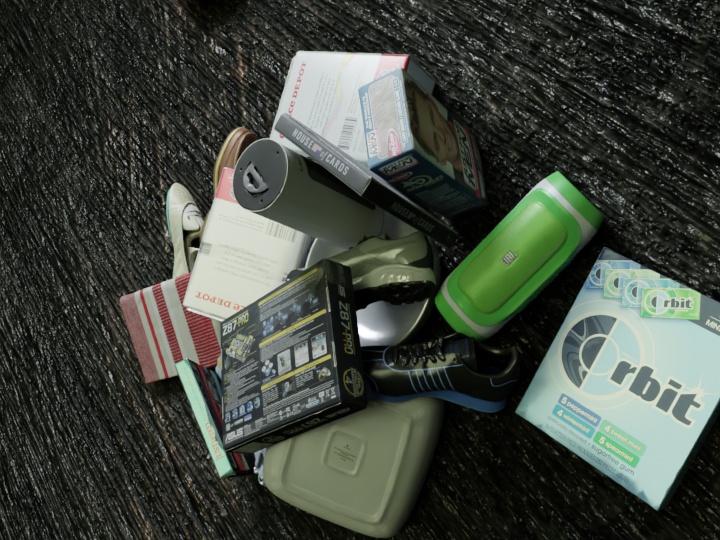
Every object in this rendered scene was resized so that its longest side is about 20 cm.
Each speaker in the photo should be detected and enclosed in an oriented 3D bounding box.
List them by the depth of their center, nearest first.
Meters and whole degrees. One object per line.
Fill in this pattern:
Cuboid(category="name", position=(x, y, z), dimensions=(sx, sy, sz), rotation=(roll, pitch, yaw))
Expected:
Cuboid(category="speaker", position=(0.176, -0.012, 0.807), dimensions=(0.200, 0.088, 0.089), rotation=(-47, 57, 16))
Cuboid(category="speaker", position=(-0.056, -0.081, 0.831), dimensions=(0.080, 0.199, 0.083), rotation=(-9, 74, 32))

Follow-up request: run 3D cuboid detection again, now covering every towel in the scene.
Cuboid(category="towel", position=(-0.281, 0.087, 1.107), dimensions=(0.197, 0.023, 0.147), rotation=(-16, 93, 30))

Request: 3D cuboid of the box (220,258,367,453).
Cuboid(category="box", position=(-0.084, 0.101, 0.807), dimensions=(0.199, 0.049, 0.164), rotation=(-30, 58, 36))

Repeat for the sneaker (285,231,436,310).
Cuboid(category="sneaker", position=(0.000, 0.000, 0.860), dimensions=(0.197, 0.074, 0.081), rotation=(-7, 65, 27))

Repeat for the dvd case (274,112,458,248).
Cuboid(category="dvd case", position=(0.011, -0.095, 0.789), dimensions=(0.150, 0.199, 0.025), rotation=(41, 100, 34))

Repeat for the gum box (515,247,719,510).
Cuboid(category="gum box", position=(0.279, 0.105, 0.730), dimensions=(0.169, 0.044, 0.203), rotation=(31, 98, 36))

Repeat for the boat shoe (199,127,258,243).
Cuboid(category="boat shoe", position=(-0.185, -0.114, 1.096), dimensions=(0.067, 0.072, 0.204), rotation=(16, 93, 31))

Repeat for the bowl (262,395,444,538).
Cuboid(category="bowl", position=(-0.014, 0.202, 0.836), dimensions=(0.197, 0.075, 0.203), rotation=(20, 94, 8))

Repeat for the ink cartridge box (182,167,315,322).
Cuboid(category="ink cartridge box", position=(-0.145, -0.023, 1.002), dimensions=(0.144, 0.083, 0.204), rotation=(16, 87, 9))

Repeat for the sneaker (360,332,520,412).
Cuboid(category="sneaker", position=(0.079, 0.101, 0.791), dimensions=(0.071, 0.196, 0.079), rotation=(-89, 9, -50))

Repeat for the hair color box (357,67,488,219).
Cuboid(category="hair color box", position=(0.078, -0.140, 0.834), dimensions=(0.060, 0.199, 0.102), rotation=(-18, 69, 29))

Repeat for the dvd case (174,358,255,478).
Cuboid(category="dvd case", position=(-0.179, 0.195, 0.925), dimensions=(0.022, 0.200, 0.148), rotation=(-25, 77, -4))

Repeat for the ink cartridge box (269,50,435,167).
Cuboid(category="ink cartridge box", position=(-0.014, -0.216, 0.989), dimensions=(0.197, 0.082, 0.149), rotation=(15, 87, 36))

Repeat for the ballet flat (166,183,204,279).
Cuboid(category="ballet flat", position=(-0.266, -0.041, 1.141), dimensions=(0.061, 0.067, 0.204), rotation=(-8, 83, 22))

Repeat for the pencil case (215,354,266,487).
Cuboid(category="pencil case", position=(-0.125, 0.189, 0.965), dimensions=(0.089, 0.084, 0.202), rotation=(-24, 60, -9))

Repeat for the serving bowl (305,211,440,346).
Cuboid(category="serving bowl", position=(0.022, 0.013, 0.918), dimensions=(0.197, 0.065, 0.204), rotation=(-10, 73, 33))
